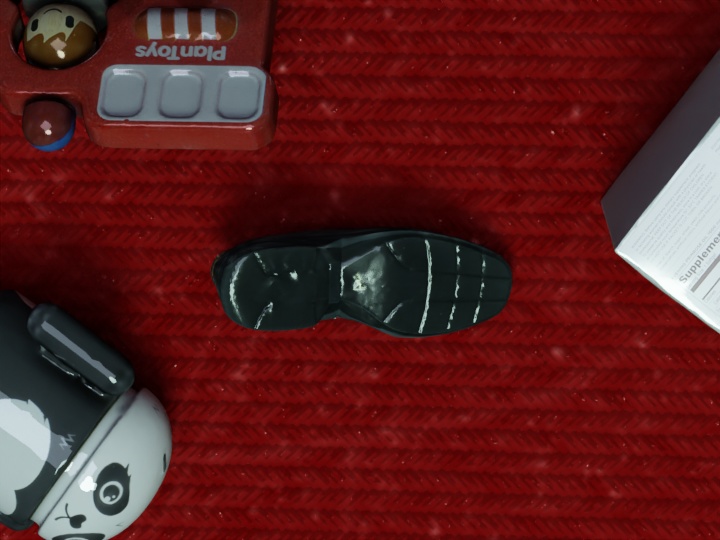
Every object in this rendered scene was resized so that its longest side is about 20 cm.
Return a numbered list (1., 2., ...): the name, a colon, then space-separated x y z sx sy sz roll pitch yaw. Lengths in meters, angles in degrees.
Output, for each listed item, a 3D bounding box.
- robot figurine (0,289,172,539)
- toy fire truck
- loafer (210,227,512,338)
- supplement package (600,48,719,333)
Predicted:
1. robot figurine: -0.219 0.094 1.469 0.200 0.150 0.125 36 76 -2
2. toy fire truck: -0.146 -0.149 1.391 0.199 0.112 0.169 1 58 4
3. loafer: 0.000 0.000 1.467 0.199 0.072 0.073 4 105 -18
4. supplement package: 0.238 -0.055 1.373 0.111 0.200 0.156 38 100 -3
